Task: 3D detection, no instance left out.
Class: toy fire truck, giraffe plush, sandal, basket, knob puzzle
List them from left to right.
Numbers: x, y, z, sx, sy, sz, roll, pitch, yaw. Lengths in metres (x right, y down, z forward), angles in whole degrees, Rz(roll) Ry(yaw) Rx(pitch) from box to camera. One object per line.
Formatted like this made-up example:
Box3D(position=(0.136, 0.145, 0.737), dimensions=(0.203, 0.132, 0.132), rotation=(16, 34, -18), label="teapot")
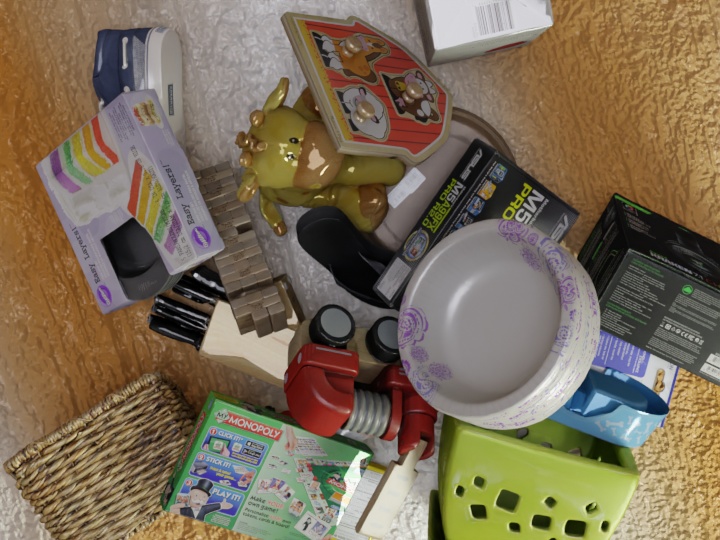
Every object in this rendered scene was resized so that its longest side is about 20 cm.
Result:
Box3D(position=(-0.274, 0.209, 1.194), dimensions=(0.199, 0.143, 0.150), rotation=(-33, 99, -6), label="basket")
Box3D(position=(-0.061, -0.127, 1.123), dimensions=(0.198, 0.162, 0.174), rotation=(-10, 82, 12), label="giraffe plush")
Box3D(position=(-0.001, 0.000, 1.162), dimensions=(0.076, 0.043, 0.200), rotation=(-32, 138, 23), label="sandal")
Box3D(position=(0.004, 0.163, 1.119), dimensions=(0.175, 0.129, 0.201), rotation=(13, 54, -18), label="toy fire truck")
Box3D(position=(0.029, -0.200, 1.129), dimensions=(0.220, 0.220, 0.030), rotation=(43, 131, -3), label="knob puzzle")

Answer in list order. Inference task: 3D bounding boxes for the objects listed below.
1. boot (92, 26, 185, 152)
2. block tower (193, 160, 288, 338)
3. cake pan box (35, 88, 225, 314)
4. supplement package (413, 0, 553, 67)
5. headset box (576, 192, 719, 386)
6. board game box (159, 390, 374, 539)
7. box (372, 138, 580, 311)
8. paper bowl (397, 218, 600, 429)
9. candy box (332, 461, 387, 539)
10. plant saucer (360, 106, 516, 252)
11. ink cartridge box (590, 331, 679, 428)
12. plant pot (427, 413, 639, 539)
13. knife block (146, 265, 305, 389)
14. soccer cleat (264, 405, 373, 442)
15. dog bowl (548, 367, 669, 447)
Box3D(position=(-0.253, -0.173, 1.197), dimensions=(0.090, 0.073, 0.202), rotation=(4, 96, 17), label="boot")
Box3D(position=(-0.139, -0.026, 1.162), dimensions=(0.054, 0.058, 0.201), rotation=(-20, 67, -9), label="block tower")
Box3D(position=(-0.254, -0.068, 1.157), dimensions=(0.184, 0.052, 0.201), rotation=(-25, 88, 40), label="cake pan box")
Box3D(position=(0.118, -0.288, 1.094), dimensions=(0.120, 0.200, 0.121), rotation=(-12, 96, 3), label="supplement package")
Box3D(position=(0.332, 0.016, 1.130), dimensions=(0.173, 0.200, 0.093), rotation=(26, 112, -1), label="headset box")
Box3D(position=(-0.100, 0.224, 1.152), dimensions=(0.199, 0.029, 0.135), rotation=(24, 96, -25), label="board game box")
Box3D(position=(0.130, -0.022, 1.164), dimensions=(0.160, 0.044, 0.201), rotation=(30, 98, -38), label="box")
Box3D(position=(0.144, 0.058, 1.058), dimensions=(0.200, 0.104, 0.202), rotation=(-14, 65, 32), label="paper bowl")
Box3D(position=(-0.069, 0.254, 1.254), dimensions=(0.199, 0.026, 0.103), rotation=(19, 97, 0), label="candy box")
Box3D(position=(0.085, -0.088, 1.207), dimensions=(0.198, 0.029, 0.202), rotation=(0, 98, 3), label="plant saucer")
Box3D(position=(0.262, 0.110, 1.218), dimensions=(0.199, 0.037, 0.095), rotation=(15, 92, 3), label="ink cartridge box")
Box3D(position=(0.172, 0.245, 1.164), dimensions=(0.199, 0.199, 0.183), rotation=(16, 102, 1), label="plant pot")
Box3D(position=(-0.147, 0.083, 1.219), dimensions=(0.175, 0.064, 0.201), rotation=(-23, 96, 5), label="knife block")
Box3D(position=(-0.053, 0.196, 1.213), dimensions=(0.198, 0.069, 0.086), rotation=(-2, 91, -14), label="soccer cleat")
Box3D(position=(0.234, 0.133, 1.153), dimensions=(0.199, 0.112, 0.050), rotation=(21, 106, 0), label="dog bowl")
